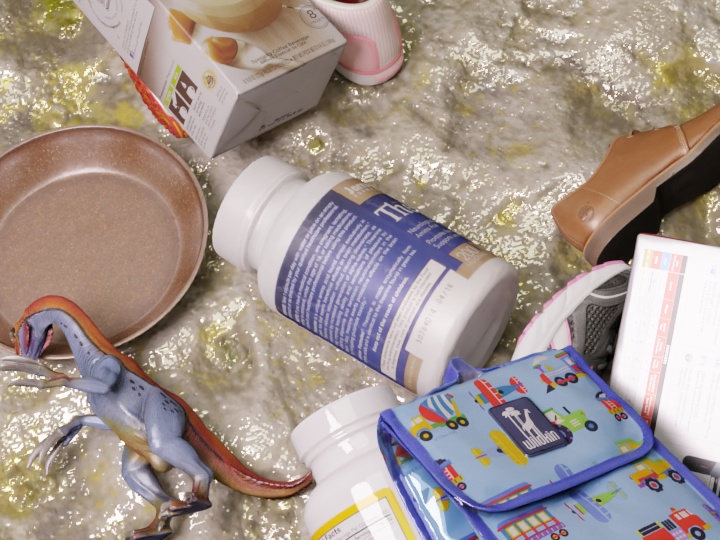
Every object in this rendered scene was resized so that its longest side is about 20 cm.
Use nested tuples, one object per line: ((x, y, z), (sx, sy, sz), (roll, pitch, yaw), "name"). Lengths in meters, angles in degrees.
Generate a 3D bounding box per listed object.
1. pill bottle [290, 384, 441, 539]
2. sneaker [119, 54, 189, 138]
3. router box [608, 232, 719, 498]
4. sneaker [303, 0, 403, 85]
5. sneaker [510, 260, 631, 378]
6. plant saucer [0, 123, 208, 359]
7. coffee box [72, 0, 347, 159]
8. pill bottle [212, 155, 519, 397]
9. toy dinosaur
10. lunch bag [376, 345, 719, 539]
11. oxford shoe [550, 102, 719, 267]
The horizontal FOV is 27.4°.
((0.032, 0.175, 0.909), (0.104, 0.104, 0.200), (-24, 72, -8), "pill bottle")
((-0.158, -0.191, 1.169), (0.077, 0.073, 0.200), (-20, 61, -2), "sneaker")
((0.244, 0.090, 0.914), (0.179, 0.049, 0.201), (12, 91, 27), "router box")
((-0.050, -0.234, 1.166), (0.200, 0.105, 0.075), (36, 72, 23), "sneaker")
((0.133, 0.088, 0.991), (0.086, 0.080, 0.200), (40, 83, 18), "sneaker")
((-0.209, -0.017, 1.097), (0.200, 0.037, 0.201), (-2, 60, 3), "plant saucer")
((-0.123, -0.196, 1.103), (0.114, 0.080, 0.200), (-32, 73, -37), "coffee box")
((0.000, 0.000, 1.024), (0.200, 0.111, 0.111), (30, 67, 20), "pill bottle")
((-0.162, 0.095, 1.006), (0.200, 0.105, 0.182), (-2, 59, -35), "toy dinosaur")
((0.109, 0.133, 0.866), (0.150, 0.094, 0.200), (-19, 60, -32), "lunch bag")
((0.224, -0.086, 1.078), (0.200, 0.071, 0.071), (-36, 58, -13), "oxford shoe")
